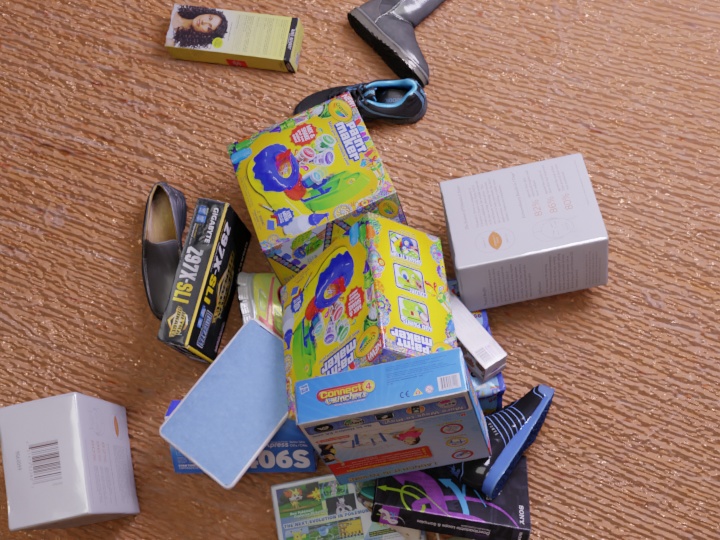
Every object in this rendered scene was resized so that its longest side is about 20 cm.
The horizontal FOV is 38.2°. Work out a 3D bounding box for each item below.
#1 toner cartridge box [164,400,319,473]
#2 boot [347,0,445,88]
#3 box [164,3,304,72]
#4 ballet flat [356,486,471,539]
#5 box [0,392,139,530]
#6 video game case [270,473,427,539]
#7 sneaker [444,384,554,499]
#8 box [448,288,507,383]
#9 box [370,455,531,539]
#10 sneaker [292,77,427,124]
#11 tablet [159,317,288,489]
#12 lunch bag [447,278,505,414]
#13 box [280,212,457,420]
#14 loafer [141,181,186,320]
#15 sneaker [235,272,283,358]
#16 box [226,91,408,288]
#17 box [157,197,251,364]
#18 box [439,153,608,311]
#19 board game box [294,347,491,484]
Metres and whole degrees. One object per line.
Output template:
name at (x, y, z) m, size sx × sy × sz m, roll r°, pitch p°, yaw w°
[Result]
toner cartridge box at (-0.159, 0.225, 1.412) m, size 0.198 × 0.043 × 0.096 m, roll -2°, pitch 115°, yaw 7°
boot at (0.102, -0.390, 1.543) m, size 0.200 × 0.073 × 0.182 m, roll -39°, pitch 77°, yaw -10°
box at (-0.190, -0.350, 1.571) m, size 0.198 × 0.050 × 0.076 m, roll 8°, pitch 78°, yaw 8°
ballet flat at (0.092, 0.324, 1.356) m, size 0.198 × 0.072 × 0.073 m, roll 5°, pitch 77°, yaw -8°
box at (-0.379, 0.255, 1.367) m, size 0.105 × 0.200 × 0.154 m, roll -12°, pitch 76°, yaw 2°
video game case at (-0.011, 0.362, 1.398) m, size 0.198 × 0.022 × 0.184 m, roll -12°, pitch 76°, yaw 5°
sneaker at (0.184, 0.206, 1.353) m, size 0.078 × 0.071 × 0.200 m, roll 27°, pitch 44°, yaw 20°
box at (0.117, 0.061, 1.377) m, size 0.041 × 0.039 × 0.200 m, roll -29°, pitch 59°, yaw -20°
box at (0.118, 0.278, 1.336) m, size 0.198 × 0.143 × 0.036 m, roll 11°, pitch 121°, yaw -1°
sneaker at (-0.004, -0.247, 1.508) m, size 0.198 × 0.082 × 0.074 m, roll -9°, pitch 77°, yaw 5°
tablet at (-0.157, 0.173, 1.371) m, size 0.130 × 0.014 × 0.200 m, roll 34°, pitch 76°, yaw 16°
lunch bag at (0.103, 0.098, 1.421) m, size 0.149 × 0.094 × 0.202 m, roll -10°, pitch 63°, yaw 0°
box at (0.007, 0.072, 1.306) m, size 0.200 × 0.121 × 0.194 m, roll -40°, pitch 45°, yaw 39°
loafer at (-0.287, -0.029, 1.496) m, size 0.072 × 0.072 × 0.202 m, roll -7°, pitch 77°, yaw 4°
sneaker at (-0.118, 0.093, 1.447) m, size 0.089 × 0.078 × 0.202 m, roll -9°, pitch 79°, yaw -5°
box at (-0.057, -0.105, 1.432) m, size 0.191 × 0.122 × 0.201 m, roll -24°, pitch 54°, yaw 0°
box at (-0.211, 0.018, 1.431) m, size 0.049 × 0.160 × 0.202 m, roll 13°, pitch 78°, yaw 10°
box at (0.218, -0.050, 1.399) m, size 0.198 × 0.107 × 0.153 m, roll -11°, pitch 53°, yaw 5°
board game box at (0.043, 0.178, 1.233) m, size 0.198 × 0.196 × 0.056 m, roll -12°, pitch 57°, yaw 8°
